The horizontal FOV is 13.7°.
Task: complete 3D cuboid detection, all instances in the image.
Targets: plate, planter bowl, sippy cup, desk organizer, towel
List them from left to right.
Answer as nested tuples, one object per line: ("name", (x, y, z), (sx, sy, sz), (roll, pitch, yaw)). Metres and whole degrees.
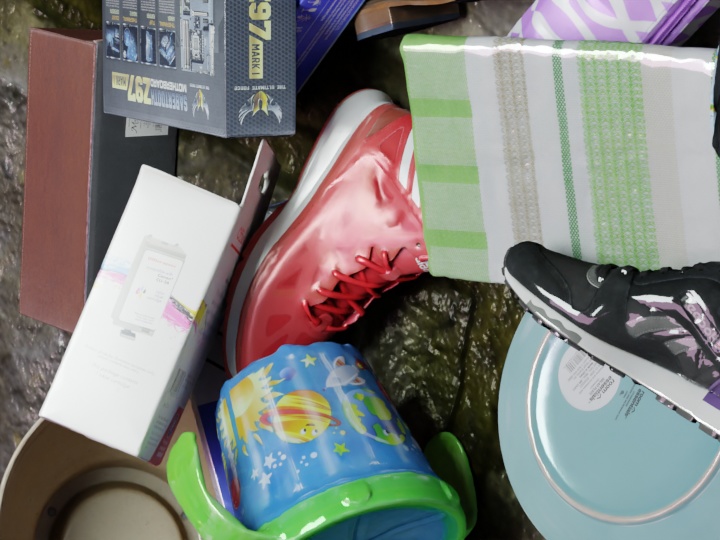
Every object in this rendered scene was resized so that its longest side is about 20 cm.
("desk organizer", (-0.173, -0.060, 1.977), (0.077, 0.072, 0.200), (17, 108, 46))
("planter bowl", (-0.143, 0.173, 1.917), (0.135, 0.200, 0.200), (144, 112, -72))
("sippy cup", (-0.022, 0.117, 1.758), (0.140, 0.178, 0.130), (-29, 60, 10))
("towel", (0.122, -0.058, 1.623), (0.200, 0.031, 0.149), (6, 116, 26))
("plate", (0.153, 0.072, 1.655), (0.200, 0.026, 0.200), (-6, 80, 37))

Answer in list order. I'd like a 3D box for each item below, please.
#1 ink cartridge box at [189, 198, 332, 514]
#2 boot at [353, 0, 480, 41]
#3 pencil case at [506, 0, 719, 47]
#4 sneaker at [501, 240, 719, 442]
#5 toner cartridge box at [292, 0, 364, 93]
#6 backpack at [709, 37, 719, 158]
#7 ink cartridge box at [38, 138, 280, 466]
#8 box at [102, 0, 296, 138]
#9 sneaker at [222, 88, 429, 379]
("ink cartridge box", (-0.061, 0.064, 1.861), (0.044, 0.094, 0.200), (120, 135, -80))
("boot", (0.055, -0.198, 1.716), (0.200, 0.075, 0.097), (-15, 88, 48))
("pencil case", (0.146, -0.142, 1.622), (0.200, 0.084, 0.086), (-53, 35, 38))
("sneaker", (0.173, 0.023, 1.589), (0.200, 0.076, 0.088), (32, 99, 19))
("toner cartridge box", (-0.044, -0.175, 1.796), (0.200, 0.043, 0.095), (131, 132, -57))
("backpack", (0.255, -0.119, 1.488), (0.163, 0.154, 0.200), (25, 92, 38))
("ink cartridge box", (-0.116, 0.010, 1.784), (0.067, 0.116, 0.200), (23, 85, 5))
("box", (-0.099, -0.165, 1.805), (0.200, 0.051, 0.158), (-166, 74, -64))
("sneaker", (0.000, 0.000, 1.778), (0.115, 0.078, 0.200), (29, 99, 36))
